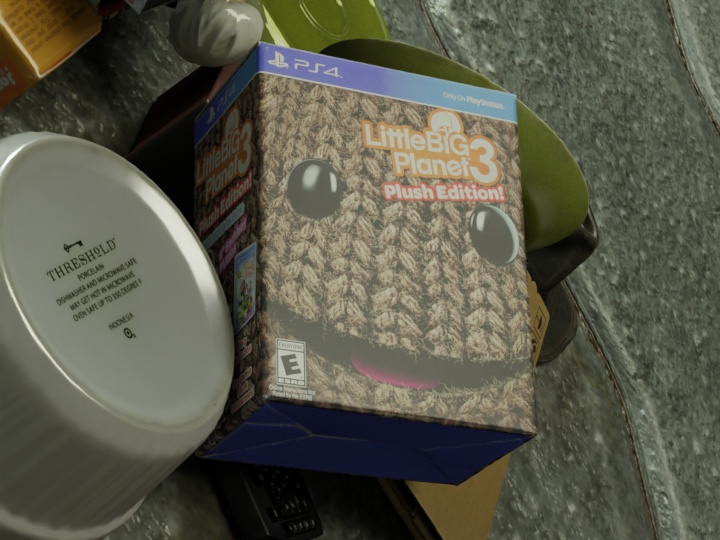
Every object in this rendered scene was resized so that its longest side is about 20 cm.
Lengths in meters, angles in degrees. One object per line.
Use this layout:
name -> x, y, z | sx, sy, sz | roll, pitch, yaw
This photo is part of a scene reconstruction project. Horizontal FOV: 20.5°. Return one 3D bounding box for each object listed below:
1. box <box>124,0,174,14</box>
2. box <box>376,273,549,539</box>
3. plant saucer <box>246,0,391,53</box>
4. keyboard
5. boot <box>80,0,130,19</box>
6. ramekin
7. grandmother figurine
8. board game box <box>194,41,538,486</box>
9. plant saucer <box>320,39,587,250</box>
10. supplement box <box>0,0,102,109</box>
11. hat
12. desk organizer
box -> -0.134, -0.231, 1.071 | 0.200, 0.040, 0.137 | 45, 40, 14
box -> 0.060, 0.063, 1.200 | 0.164, 0.021, 0.201 | 58, 42, -47
plant saucer -> -0.036, -0.178, 1.379 | 0.200, 0.031, 0.201 | 38, 35, -33
keyboard -> -0.073, 0.057, 1.098 | 0.104, 0.040, 0.201 | -6, 68, -62
boot -> -0.154, -0.227, 1.141 | 0.153, 0.074, 0.204 | 37, 41, 9
ramekin -> -0.147, 0.026, 0.962 | 0.202, 0.094, 0.203 | 37, 37, -34
grandmother figurine -> -0.114, -0.190, 1.181 | 0.121, 0.061, 0.200 | -15, 48, -22
board game box -> 0.000, 0.000, 1.065 | 0.158, 0.097, 0.201 | 8, 64, -24
plant saucer -> 0.048, -0.069, 1.261 | 0.200, 0.199, 0.031 | 43, 64, -27
supplement box -> -0.229, -0.180, 1.042 | 0.200, 0.066, 0.069 | 51, 42, -13
hat -> 0.118, -0.039, 1.437 | 0.200, 0.081, 0.201 | 38, 35, -33
desk organizer -> -0.044, -0.032, 1.196 | 0.200, 0.072, 0.077 | 47, 29, -21
